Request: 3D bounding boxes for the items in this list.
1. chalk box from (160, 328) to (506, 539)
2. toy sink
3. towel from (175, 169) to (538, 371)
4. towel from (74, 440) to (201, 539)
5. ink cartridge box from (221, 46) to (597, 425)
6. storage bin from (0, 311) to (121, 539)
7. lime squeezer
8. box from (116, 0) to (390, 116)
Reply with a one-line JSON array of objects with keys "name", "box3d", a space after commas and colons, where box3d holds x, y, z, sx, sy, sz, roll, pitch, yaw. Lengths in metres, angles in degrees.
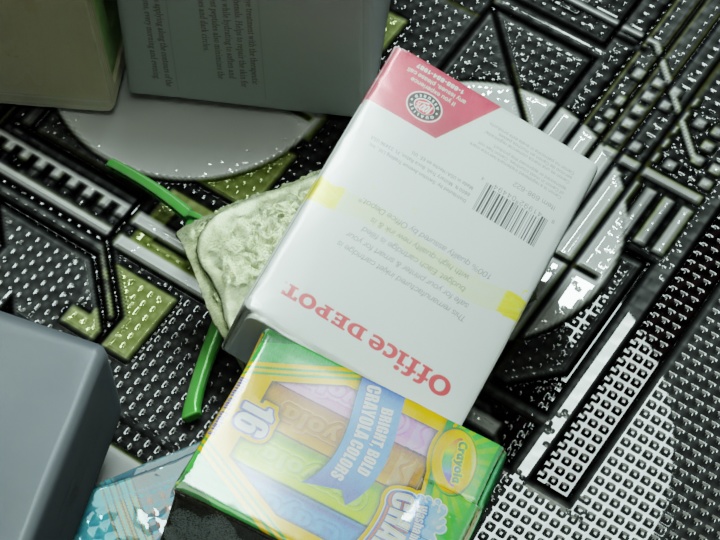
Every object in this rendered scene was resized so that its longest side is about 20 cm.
[{"name": "chalk box", "box3d": [0.001, 0.149, 1.282, 0.199, 0.125, 0.124, 27, 54, 4]}, {"name": "toy sink", "box3d": [-0.207, -0.216, 1.481, 0.111, 0.200, 0.131, 5, 57, 7]}, {"name": "towel", "box3d": [0.000, 0.000, 1.417, 0.199, 0.037, 0.149, -24, 75, -21]}, {"name": "towel", "box3d": [-0.091, 0.194, 1.331, 0.146, 0.022, 0.201, -20, 60, -11]}, {"name": "ink cartridge box", "box3d": [0.028, -0.007, 1.360, 0.145, 0.083, 0.201, 31, 66, -1]}, {"name": "storage bin", "box3d": [-0.227, 0.106, 1.312, 0.133, 0.146, 0.201, 12, 59, 10]}, {"name": "lime squeezer", "box3d": [-0.103, -0.001, 1.452, 0.070, 0.038, 0.201, -31, 59, 18]}, {"name": "box", "box3d": [-0.062, -0.240, 1.495, 0.170, 0.199, 0.201, 7, 58, 5]}]
